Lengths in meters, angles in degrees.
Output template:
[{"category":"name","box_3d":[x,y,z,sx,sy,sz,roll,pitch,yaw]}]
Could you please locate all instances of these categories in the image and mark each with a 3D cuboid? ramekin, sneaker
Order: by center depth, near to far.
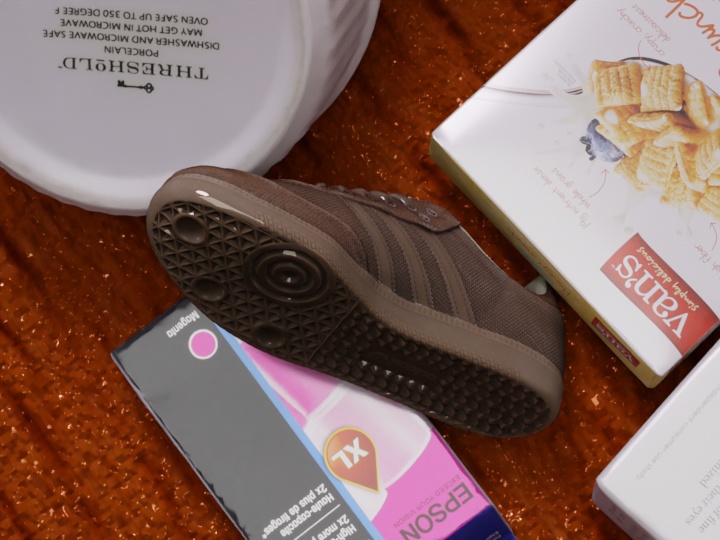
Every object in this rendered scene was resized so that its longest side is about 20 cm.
[{"category":"ramekin","box_3d":[-0.092,-0.116,0.983,0.201,0.094,0.204,3,118,5]},{"category":"sneaker","box_3d":[0.000,0.000,0.996,0.199,0.070,0.076,30,46,-23]}]

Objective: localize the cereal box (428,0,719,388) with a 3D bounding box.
[{"category":"cereal box","box_3d":[0.147,-0.068,1.028,0.200,0.040,0.144,-43,82,-9]}]

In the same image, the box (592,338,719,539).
[{"category":"box","box_3d":[0.216,0.101,0.973,0.200,0.106,0.152,43,86,9]}]

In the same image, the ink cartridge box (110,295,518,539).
[{"category":"ink cartridge box","box_3d":[-0.012,0.087,1.030,0.095,0.037,0.200,-37,83,-2]}]
